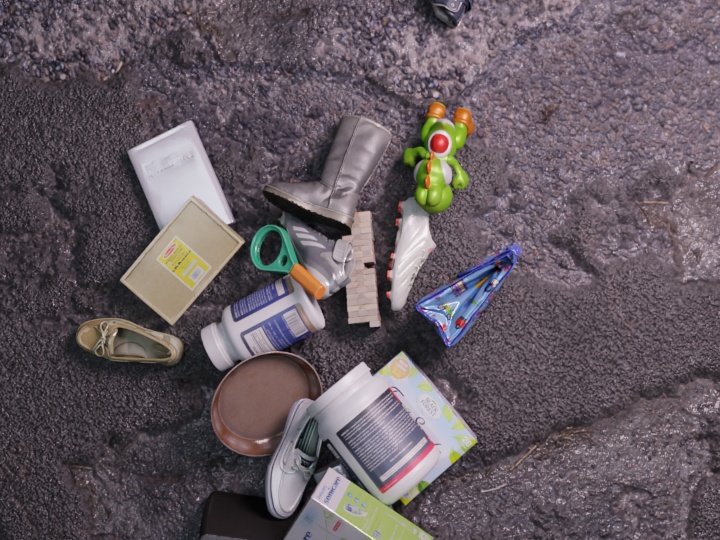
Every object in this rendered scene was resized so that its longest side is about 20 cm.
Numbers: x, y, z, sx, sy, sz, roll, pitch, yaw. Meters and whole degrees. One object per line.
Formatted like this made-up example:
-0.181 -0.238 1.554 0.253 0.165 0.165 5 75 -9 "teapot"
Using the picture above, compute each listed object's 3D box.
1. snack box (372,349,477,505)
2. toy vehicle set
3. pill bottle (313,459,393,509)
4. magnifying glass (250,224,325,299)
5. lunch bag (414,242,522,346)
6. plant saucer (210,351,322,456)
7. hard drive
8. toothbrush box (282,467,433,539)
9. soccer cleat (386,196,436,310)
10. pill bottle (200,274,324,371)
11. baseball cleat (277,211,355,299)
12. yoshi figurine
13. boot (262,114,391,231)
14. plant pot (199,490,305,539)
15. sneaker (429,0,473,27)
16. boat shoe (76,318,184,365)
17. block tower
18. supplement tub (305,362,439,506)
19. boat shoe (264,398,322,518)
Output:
0.076 0.267 1.550 0.168 0.068 0.201 -40 85 3 "snack box"
-0.315 -0.017 1.600 0.124 0.027 0.200 42 96 -6 "toy vehicle set"
-0.002 0.419 1.524 0.118 0.120 0.202 -25 85 3 "pill bottle"
-0.123 -0.011 1.518 0.200 0.022 0.080 39 101 39 "magnifying glass"
0.195 0.030 1.510 0.200 0.151 0.094 -41 84 2 "lunch bag"
-0.163 0.224 1.548 0.198 0.034 0.203 -9 116 -20 "plant saucer"
-0.324 -0.151 1.630 0.131 0.025 0.202 -24 85 4 "hard drive"
-0.011 0.428 1.392 0.199 0.086 0.146 34 118 4 "toothbrush box"
0.090 -0.028 1.567 0.076 0.069 0.203 9 85 2 "soccer cleat"
-0.170 0.093 1.560 0.198 0.111 0.112 -27 85 3 "pill bottle"
-0.069 -0.040 1.555 0.106 0.070 0.201 -27 58 2 "baseball cleat"
0.133 -0.181 1.552 0.112 0.112 0.202 35 57 -29 "yoshi figurine"
-0.056 -0.183 1.559 0.180 0.073 0.202 20 76 -5 "boot"
-0.188 0.495 1.508 0.197 0.177 0.203 6 86 5 "plant pot"
0.214 -0.490 1.567 0.200 0.077 0.148 12 77 15 "sneaker"
-0.416 0.129 1.604 0.198 0.063 0.074 14 88 6 "boat shoe"
0.000 0.000 1.579 0.057 0.054 0.203 -7 86 5 "block tower"
0.020 0.264 1.452 0.140 0.140 0.201 -39 84 2 "supplement tub"
-0.106 0.312 1.502 0.073 0.066 0.203 20 73 -34 "boat shoe"
